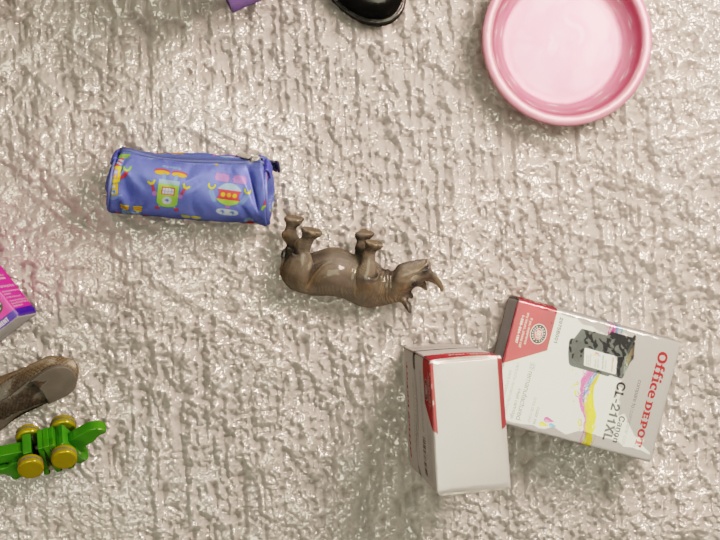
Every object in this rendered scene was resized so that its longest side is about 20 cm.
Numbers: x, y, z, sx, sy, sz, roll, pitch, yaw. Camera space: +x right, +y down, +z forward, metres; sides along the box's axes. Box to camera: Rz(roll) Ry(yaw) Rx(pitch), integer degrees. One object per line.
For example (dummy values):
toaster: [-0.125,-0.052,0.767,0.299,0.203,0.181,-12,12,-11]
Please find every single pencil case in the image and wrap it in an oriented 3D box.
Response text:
pencil case: [-0.192,-0.099,1.577,0.198,0.078,0.087,4,120,-3]

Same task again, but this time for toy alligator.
toy alligator: [-0.386,0.218,1.589,0.199,0.059,0.054,-16,132,-3]

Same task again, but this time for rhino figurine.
rhino figurine: [0.000,0.000,1.598,0.199,0.060,0.088,12,110,-4]

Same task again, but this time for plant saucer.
plant saucer: [0.239,-0.268,1.612,0.199,0.051,0.202,0,90,-3]

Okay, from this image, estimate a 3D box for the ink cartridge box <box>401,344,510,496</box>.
ink cartridge box: [0.104,0.161,1.539,0.082,0.200,0.148,-4,92,-6]

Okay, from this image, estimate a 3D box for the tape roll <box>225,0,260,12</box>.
tape roll: [-0.144,-0.393,1.515,0.085,0.200,0.201,-23,92,-2]

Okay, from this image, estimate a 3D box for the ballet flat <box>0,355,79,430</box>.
ballet flat: [-0.418,0.147,1.592,0.199,0.046,0.068,-25,123,3]

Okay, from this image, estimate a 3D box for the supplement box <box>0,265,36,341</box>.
supplement box: [-0.475,0.001,1.554,0.101,0.103,0.200,-38,91,-1]

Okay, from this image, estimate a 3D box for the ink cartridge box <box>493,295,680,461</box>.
ink cartridge box: [0.255,0.125,1.603,0.199,0.083,0.147,14,90,-3]

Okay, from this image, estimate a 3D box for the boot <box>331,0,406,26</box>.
boot: [-0.028,-0.368,1.541,0.079,0.158,0.211,-45,93,-1]
